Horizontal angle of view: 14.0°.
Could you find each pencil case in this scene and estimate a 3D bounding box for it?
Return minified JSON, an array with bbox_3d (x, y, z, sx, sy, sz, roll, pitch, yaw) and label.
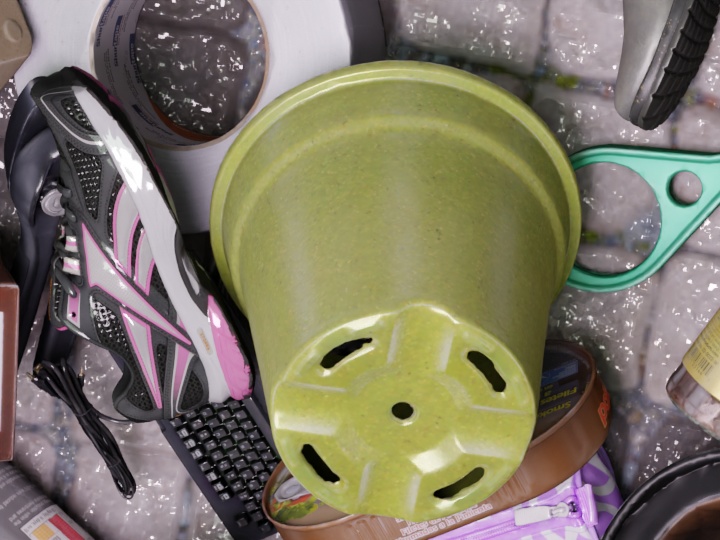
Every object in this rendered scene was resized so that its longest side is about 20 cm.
[{"bbox_3d":[0.054,0.155,1.619,0.200,0.085,0.084,-21,87,19],"label":"pencil case"}]

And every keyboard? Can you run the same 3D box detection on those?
[{"bbox_3d":[-0.106,0.080,1.642,0.127,0.021,0.200,-21,120,18],"label":"keyboard"}]

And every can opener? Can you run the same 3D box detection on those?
[{"bbox_3d":[-0.169,-0.010,1.628,0.063,0.079,0.200,1,127,-13],"label":"can opener"}]

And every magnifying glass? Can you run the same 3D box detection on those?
[{"bbox_3d":[0.183,-0.047,1.585,0.200,0.022,0.080,-21,91,18],"label":"magnifying glass"}]

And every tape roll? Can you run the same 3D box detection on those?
[{"bbox_3d":[-0.090,-0.122,1.633,0.200,0.066,0.201,3,99,17],"label":"tape roll"}]

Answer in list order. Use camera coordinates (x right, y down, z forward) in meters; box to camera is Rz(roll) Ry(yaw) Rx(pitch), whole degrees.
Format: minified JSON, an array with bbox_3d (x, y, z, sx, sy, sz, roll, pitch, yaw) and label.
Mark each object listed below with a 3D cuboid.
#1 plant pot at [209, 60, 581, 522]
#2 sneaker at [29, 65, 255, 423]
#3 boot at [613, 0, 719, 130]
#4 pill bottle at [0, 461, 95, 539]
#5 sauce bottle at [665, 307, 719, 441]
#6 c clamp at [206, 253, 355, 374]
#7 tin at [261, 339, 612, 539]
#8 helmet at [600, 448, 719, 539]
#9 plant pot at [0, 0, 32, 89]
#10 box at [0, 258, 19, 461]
[{"bbox_3d":[0.020,0.024,1.501,0.200,0.184,0.201,-1,124,-1],"label":"plant pot"},{"bbox_3d":[-0.131,-0.006,1.536,0.086,0.080,0.200,-26,100,-1],"label":"sneaker"},{"bbox_3d":[0.131,-0.183,1.565,0.131,0.068,0.200,15,95,19],"label":"boot"},{"bbox_3d":[-0.203,0.186,1.685,0.200,0.116,0.116,41,107,8],"label":"pill bottle"},{"bbox_3d":[0.241,0.003,1.551,0.065,0.065,0.200,37,108,9],"label":"sauce bottle"},{"bbox_3d":[0.000,0.000,1.611,0.200,0.027,0.171,-15,123,10],"label":"c clamp"},{"bbox_3d":[0.042,0.101,1.594,0.200,0.112,0.042,-22,111,15],"label":"tin"},{"bbox_3d":[0.221,0.187,1.520,0.200,0.191,0.200,0,93,-7],"label":"helmet"},{"bbox_3d":[-0.302,-0.142,1.602,0.177,0.200,0.200,-21,91,34],"label":"plant pot"},{"bbox_3d":[-0.238,0.032,1.626,0.075,0.200,0.100,1,102,-13],"label":"box"}]
